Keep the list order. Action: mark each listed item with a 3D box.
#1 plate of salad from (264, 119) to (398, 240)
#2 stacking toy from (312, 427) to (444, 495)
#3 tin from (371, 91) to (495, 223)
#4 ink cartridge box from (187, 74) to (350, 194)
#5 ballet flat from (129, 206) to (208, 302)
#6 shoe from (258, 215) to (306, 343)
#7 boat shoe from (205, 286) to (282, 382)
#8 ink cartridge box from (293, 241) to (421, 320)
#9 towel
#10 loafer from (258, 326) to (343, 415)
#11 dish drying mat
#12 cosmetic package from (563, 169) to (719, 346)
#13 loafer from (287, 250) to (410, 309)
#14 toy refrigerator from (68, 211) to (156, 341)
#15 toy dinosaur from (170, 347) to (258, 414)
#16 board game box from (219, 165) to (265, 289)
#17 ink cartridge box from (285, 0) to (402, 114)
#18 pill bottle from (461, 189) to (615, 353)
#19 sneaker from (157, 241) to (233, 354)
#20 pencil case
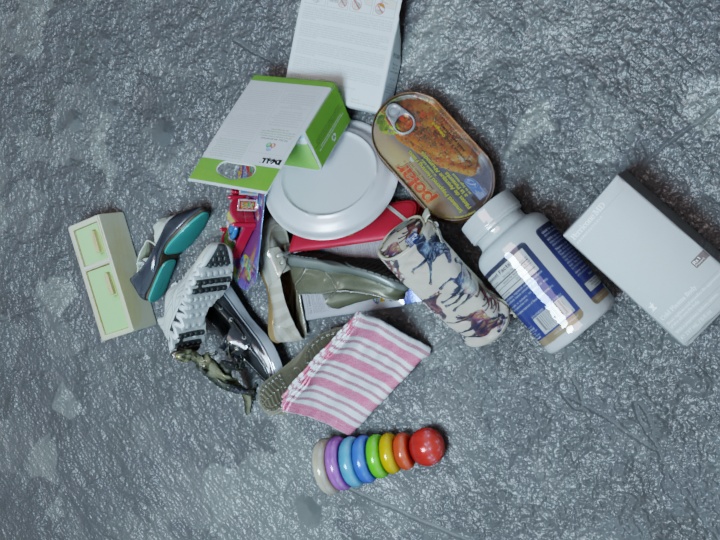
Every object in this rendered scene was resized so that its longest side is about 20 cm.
[{"bbox_3d":[-0.041,-0.129,1.143,0.197,0.048,0.203,-6,63,11],"label":"plate of salad"},{"bbox_3d":[0.030,0.276,1.187,0.198,0.085,0.087,-16,91,22],"label":"stacking toy"},{"bbox_3d":[0.098,-0.152,1.092,0.112,0.042,0.201,-39,80,-6],"label":"tin"},{"bbox_3d":[-0.125,-0.171,1.110,0.146,0.076,0.202,12,61,30],"label":"ink cartridge box"},{"bbox_3d":[-0.321,-0.039,1.305,0.073,0.073,0.201,41,114,13],"label":"ballet flat"},{"bbox_3d":[-0.116,0.015,1.218,0.053,0.070,0.203,5,109,32],"label":"shoe"},{"bbox_3d":[-0.197,0.102,1.256,0.201,0.066,0.070,56,147,9],"label":"boat shoe"},{"bbox_3d":[0.000,0.000,1.179,0.198,0.042,0.121,-10,92,27],"label":"ink cartridge box"},{"bbox_3d":[-0.006,0.156,1.158,0.200,0.145,0.030,-48,37,22],"label":"towel"},{"bbox_3d":[-0.064,0.152,1.218,0.199,0.068,0.076,-32,69,9],"label":"loafer"},{"bbox_3d":[-0.008,-0.065,1.148,0.197,0.077,0.018,-6,133,26],"label":"dish drying mat"},{"bbox_3d":[0.362,-0.020,0.987,0.200,0.090,0.107,42,115,10],"label":"cosmetic package"},{"bbox_3d":[-0.015,0.019,1.134,0.198,0.075,0.071,11,106,33],"label":"loafer"},{"bbox_3d":[-0.423,0.010,1.356,0.075,0.070,0.203,-16,90,26],"label":"toy refrigerator"},{"bbox_3d":[-0.204,0.167,1.237,0.087,0.048,0.200,-5,139,37],"label":"toy dinosaur"},{"bbox_3d":[-0.188,-0.074,1.201,0.158,0.038,0.203,-148,63,-62],"label":"board game box"},{"bbox_3d":[-0.015,-0.337,1.137,0.158,0.047,0.203,17,101,22],"label":"ink cartridge box"},{"bbox_3d":[0.225,-0.003,1.037,0.111,0.111,0.201,-43,80,23],"label":"pill bottle"},{"bbox_3d":[-0.257,0.033,1.213,0.081,0.075,0.201,46,119,32],"label":"sneaker"},{"bbox_3d":[0.118,0.015,1.067,0.089,0.078,0.200,-36,111,26],"label":"pencil case"}]
